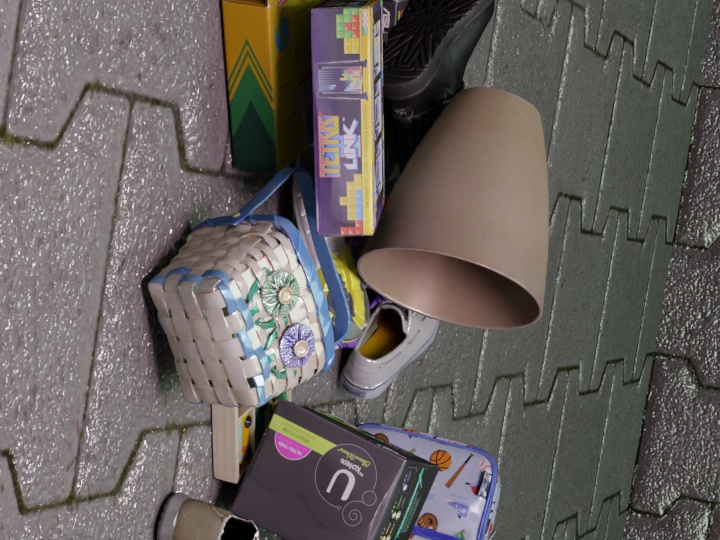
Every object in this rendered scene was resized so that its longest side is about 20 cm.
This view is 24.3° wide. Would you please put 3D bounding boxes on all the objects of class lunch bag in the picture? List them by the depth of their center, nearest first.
[{"bbox_3d":[0.063,0.270,1.921,0.076,0.198,0.162,73,33,-65],"label":"lunch bag"}]

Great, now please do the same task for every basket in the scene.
[{"bbox_3d":[-0.084,0.025,1.498,0.200,0.138,0.178,-47,126,-48],"label":"basket"}]

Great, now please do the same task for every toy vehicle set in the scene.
[{"bbox_3d":[-0.106,0.092,1.646,0.124,0.026,0.202,-43,138,-57],"label":"toy vehicle set"}]

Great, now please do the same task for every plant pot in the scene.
[{"bbox_3d":[0.112,-0.070,1.649,0.188,0.186,0.202,57,47,-61],"label":"plant pot"}]

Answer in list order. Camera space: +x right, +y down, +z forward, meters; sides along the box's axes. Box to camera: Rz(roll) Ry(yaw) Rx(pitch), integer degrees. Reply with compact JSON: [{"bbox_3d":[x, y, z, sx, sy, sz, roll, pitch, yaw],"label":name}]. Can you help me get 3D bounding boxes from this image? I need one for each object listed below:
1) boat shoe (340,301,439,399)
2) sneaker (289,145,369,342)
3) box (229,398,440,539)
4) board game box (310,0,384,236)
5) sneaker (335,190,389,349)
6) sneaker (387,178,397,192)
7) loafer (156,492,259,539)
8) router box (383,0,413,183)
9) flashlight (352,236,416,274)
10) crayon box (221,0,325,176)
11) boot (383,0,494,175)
[{"bbox_3d":[0.041,0.058,1.934,0.202,0.074,0.087,-45,157,-46],"label":"boat shoe"},{"bbox_3d":[-0.052,-0.023,1.683,0.074,0.084,0.202,-1,80,-44],"label":"sneaker"},{"bbox_3d":[-0.021,0.220,1.699,0.125,0.147,0.200,-66,165,-2],"label":"box"},{"bbox_3d":[-0.010,-0.145,1.530,0.165,0.056,0.202,-65,154,-77],"label":"board game box"},{"bbox_3d":[0.000,0.000,1.797,0.081,0.083,0.201,64,41,-57],"label":"sneaker"},{"bbox_3d":[0.058,-0.047,1.902,0.089,0.080,0.201,56,46,-37],"label":"sneaker"},{"bbox_3d":[-0.131,0.273,1.608,0.200,0.069,0.076,54,50,-61],"label":"loafer"},{"bbox_3d":[0.033,-0.204,1.814,0.150,0.062,0.202,-30,127,-64],"label":"router box"},{"bbox_3d":[0.058,-0.067,1.785,0.201,0.067,0.068,-61,145,-42],"label":"flashlight"},{"bbox_3d":[-0.076,-0.206,1.554,0.127,0.050,0.202,-49,144,-53],"label":"crayon box"},{"bbox_3d":[0.088,-0.199,1.757,0.212,0.079,0.159,-52,140,-29],"label":"boot"}]
